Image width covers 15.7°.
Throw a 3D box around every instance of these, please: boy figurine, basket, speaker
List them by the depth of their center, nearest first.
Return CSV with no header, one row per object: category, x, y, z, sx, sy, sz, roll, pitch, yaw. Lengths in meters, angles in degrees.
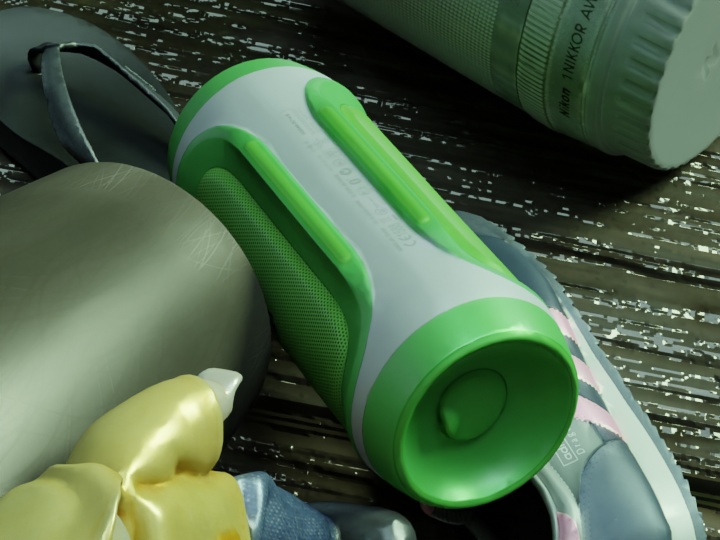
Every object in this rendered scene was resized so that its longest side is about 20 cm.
boy figurine,-0.054,0.088,0.802,0.064,0.200,0.125,-3,76,27
basket,-0.125,0.056,0.875,0.181,0.136,0.200,52,40,-4
speaker,0.000,0.000,0.949,0.088,0.089,0.200,-10,36,-24

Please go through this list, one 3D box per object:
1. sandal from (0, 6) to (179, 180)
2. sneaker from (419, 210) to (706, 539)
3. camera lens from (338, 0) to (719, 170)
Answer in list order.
sandal,-0.096,-0.050,1.067,0.076,0.043,0.200,-15,48,-28
sneaker,0.048,0.052,0.970,0.082,0.070,0.200,-11,44,-27
camera lens,0.085,-0.154,1.141,0.200,0.161,0.160,33,45,21
